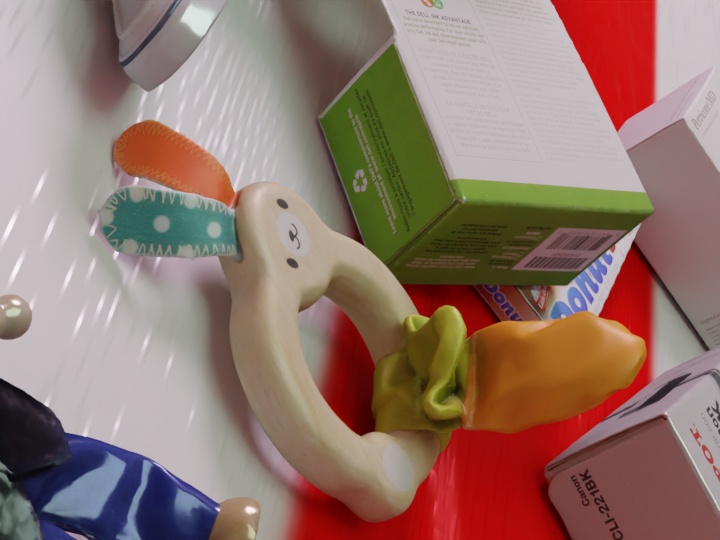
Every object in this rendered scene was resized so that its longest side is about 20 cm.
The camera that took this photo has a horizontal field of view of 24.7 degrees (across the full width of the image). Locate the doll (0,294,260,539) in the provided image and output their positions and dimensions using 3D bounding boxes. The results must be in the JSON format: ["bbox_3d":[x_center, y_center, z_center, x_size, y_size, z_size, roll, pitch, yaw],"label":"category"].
[{"bbox_3d":[-0.126,0.065,0.541,0.199,0.048,0.137,31,50,-28],"label":"doll"}]

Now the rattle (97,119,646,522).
[{"bbox_3d":[0.000,0.000,0.696,0.130,0.142,0.201,-43,106,-39],"label":"rattle"}]

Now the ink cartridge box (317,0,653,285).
[{"bbox_3d":[0.050,-0.097,0.880,0.147,0.076,0.201,2,57,-41],"label":"ink cartridge box"}]

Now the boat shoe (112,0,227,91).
[{"bbox_3d":[-0.098,-0.158,0.762,0.065,0.074,0.201,34,28,-25],"label":"boat shoe"}]

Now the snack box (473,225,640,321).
[{"bbox_3d":[0.121,-0.014,0.977,0.072,0.024,0.200,51,32,-9],"label":"snack box"}]

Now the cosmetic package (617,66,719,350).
[{"bbox_3d":[0.251,-0.022,1.110,0.201,0.085,0.108,54,34,-10],"label":"cosmetic package"}]

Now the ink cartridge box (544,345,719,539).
[{"bbox_3d":[0.201,0.130,0.910,0.200,0.083,0.145,-23,84,-58],"label":"ink cartridge box"}]
